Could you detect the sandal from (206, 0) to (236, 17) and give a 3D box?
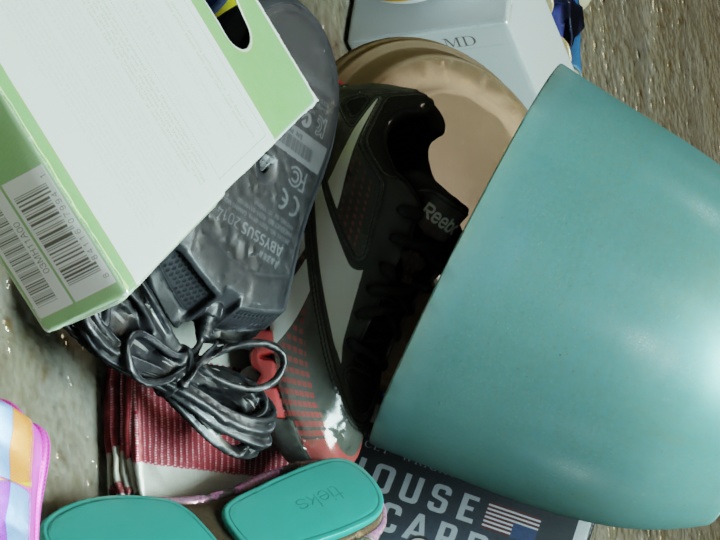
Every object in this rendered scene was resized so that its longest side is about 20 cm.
[{"bbox_3d":[-0.090,-0.198,1.056,0.087,0.079,0.200,-44,124,-61],"label":"sandal"}]

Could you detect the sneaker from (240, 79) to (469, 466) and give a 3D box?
[{"bbox_3d":[0.000,0.000,1.111,0.071,0.098,0.200,33,58,-58],"label":"sneaker"}]

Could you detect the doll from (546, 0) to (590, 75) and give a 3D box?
[{"bbox_3d":[0.136,-0.185,1.721,0.200,0.048,0.136,-57,130,-69],"label":"doll"}]

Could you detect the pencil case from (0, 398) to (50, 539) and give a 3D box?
[{"bbox_3d":[-0.146,0.137,0.799,0.088,0.088,0.200,34,52,-65],"label":"pencil case"}]

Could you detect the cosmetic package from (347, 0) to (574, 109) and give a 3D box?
[{"bbox_3d":[0.074,-0.106,1.450,0.200,0.101,0.071,60,32,-48],"label":"cosmetic package"}]

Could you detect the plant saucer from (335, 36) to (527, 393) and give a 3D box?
[{"bbox_3d":[0.043,-0.027,1.252,0.200,0.029,0.200,10,75,-41],"label":"plant saucer"}]

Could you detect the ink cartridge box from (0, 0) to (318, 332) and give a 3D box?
[{"bbox_3d":[-0.103,-0.083,0.951,0.146,0.048,0.200,59,28,-12],"label":"ink cartridge box"}]

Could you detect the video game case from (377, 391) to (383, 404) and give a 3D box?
[{"bbox_3d":[-0.021,0.024,1.268,0.200,0.024,0.182,58,33,-53],"label":"video game case"}]

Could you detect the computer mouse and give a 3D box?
[{"bbox_3d":[-0.069,-0.031,1.043,0.138,0.053,0.200,40,59,-44],"label":"computer mouse"}]

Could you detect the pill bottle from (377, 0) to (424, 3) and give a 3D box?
[{"bbox_3d":[0.009,-0.208,1.281,0.200,0.109,0.109,23,63,-68],"label":"pill bottle"}]

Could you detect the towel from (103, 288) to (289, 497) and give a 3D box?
[{"bbox_3d":[-0.071,0.016,1.099,0.144,0.023,0.200,16,71,-60],"label":"towel"}]

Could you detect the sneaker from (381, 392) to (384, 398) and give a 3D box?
[{"bbox_3d":[0.042,0.008,1.297,0.077,0.076,0.200,-8,93,-76],"label":"sneaker"}]

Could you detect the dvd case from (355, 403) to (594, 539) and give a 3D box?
[{"bbox_3d":[0.022,0.157,1.141,0.025,0.150,0.200,102,9,-50],"label":"dvd case"}]

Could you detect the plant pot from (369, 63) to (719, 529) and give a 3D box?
[{"bbox_3d":[0.120,0.028,1.115,0.201,0.161,0.201,-62,174,-12],"label":"plant pot"}]

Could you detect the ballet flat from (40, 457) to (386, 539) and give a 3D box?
[{"bbox_3d":[-0.070,0.128,1.020,0.200,0.071,0.069,-10,50,-49],"label":"ballet flat"}]
